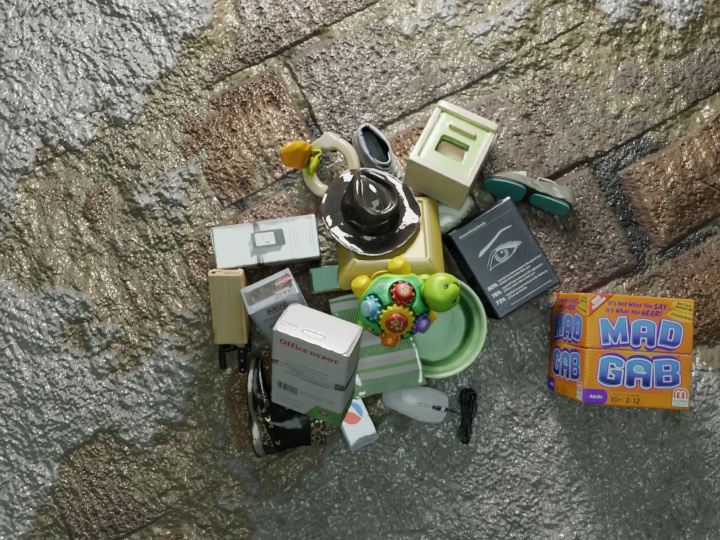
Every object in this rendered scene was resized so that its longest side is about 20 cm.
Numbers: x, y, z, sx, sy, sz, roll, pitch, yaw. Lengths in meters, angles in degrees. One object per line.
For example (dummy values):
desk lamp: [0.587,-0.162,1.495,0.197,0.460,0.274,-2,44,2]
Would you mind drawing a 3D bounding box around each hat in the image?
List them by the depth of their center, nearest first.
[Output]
hat: [0.016,-0.129,1.234,0.199,0.081,0.202,-1,59,2]

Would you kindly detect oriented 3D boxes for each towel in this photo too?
towel: [0.029,0.136,1.295,0.151,0.023,0.202,-14,91,14]

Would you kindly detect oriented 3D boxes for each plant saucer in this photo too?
plant saucer: [0.056,-0.064,1.270,0.198,0.049,0.201,-1,59,-1]

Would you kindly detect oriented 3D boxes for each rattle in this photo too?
rattle: [-0.049,-0.173,1.328,0.130,0.143,0.201,-32,86,6]

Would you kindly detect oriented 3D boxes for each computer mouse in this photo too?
computer mouse: [0.140,0.276,1.375,0.198,0.044,0.111,14,89,-2]

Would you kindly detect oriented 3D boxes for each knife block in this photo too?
knife block: [-0.246,0.104,1.296,0.063,0.200,0.177,-1,75,-4]

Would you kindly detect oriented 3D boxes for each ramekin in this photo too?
ramekin: [0.145,0.109,1.353,0.198,0.098,0.202,0,88,-2]

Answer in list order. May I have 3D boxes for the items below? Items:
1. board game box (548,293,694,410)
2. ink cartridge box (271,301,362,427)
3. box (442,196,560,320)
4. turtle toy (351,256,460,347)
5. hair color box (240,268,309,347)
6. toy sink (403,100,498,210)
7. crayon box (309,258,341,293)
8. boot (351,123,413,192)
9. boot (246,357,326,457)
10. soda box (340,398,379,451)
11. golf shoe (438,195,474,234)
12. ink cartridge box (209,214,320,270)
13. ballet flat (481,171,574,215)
board game box: [0.496,0.150,1.314,0.198,0.200,0.202,4,88,-2]
ink cartridge box: [-0.081,0.172,1.229,0.145,0.084,0.201,19,131,12]
box: [0.278,-0.023,1.359,0.147,0.104,0.201,-30,89,-2]
turtle toy: [0.081,0.059,1.191,0.199,0.101,0.146,-27,115,13]
hair color box: [-0.146,0.086,1.293,0.098,0.200,0.061,-24,58,-3]
toy sink: [0.186,-0.245,1.325,0.130,0.112,0.201,27,70,8]
crayon box: [0.000,0.000,1.335,0.198,0.126,0.052,-7,96,-3]
boot: [0.047,-0.201,1.360,0.073,0.096,0.201,-35,92,-3]
boot: [-0.147,0.267,1.349,0.149,0.073,0.202,-5,92,-1]
soda box: [-0.033,0.253,1.357,0.063,0.068,0.201,-24,90,-2]
golf shoe: [0.131,-0.113,1.356,0.199,0.078,0.098,-31,107,-5]
ink cartridge box: [-0.180,-0.050,1.322,0.198,0.145,0.084,-8,88,-2]
ballet flat: [0.346,-0.170,1.396,0.199,0.068,0.064,19,60,-2]
